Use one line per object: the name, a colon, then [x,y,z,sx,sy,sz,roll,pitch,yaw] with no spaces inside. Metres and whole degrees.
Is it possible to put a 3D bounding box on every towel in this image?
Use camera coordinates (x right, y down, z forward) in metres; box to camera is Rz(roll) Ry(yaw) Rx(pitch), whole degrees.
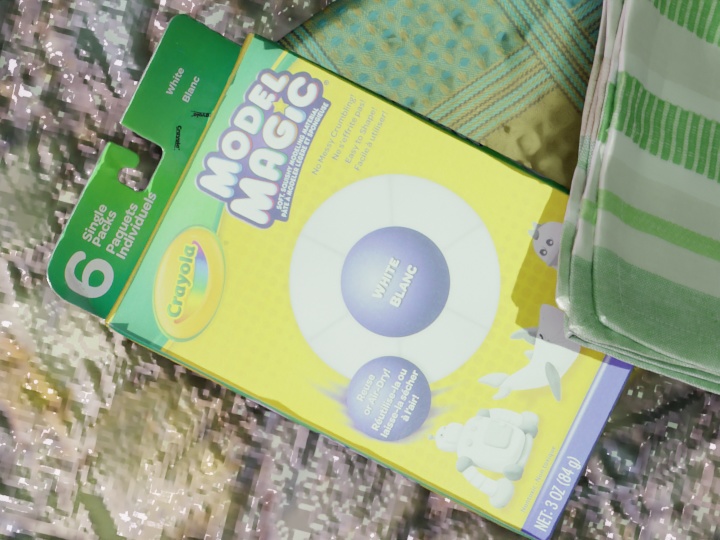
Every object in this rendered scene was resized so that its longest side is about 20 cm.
towel: [0.062,-0.061,1.009,0.200,0.022,0.147,-35,93,-5]
towel: [0.146,-0.051,0.977,0.152,0.023,0.200,18,69,-22]

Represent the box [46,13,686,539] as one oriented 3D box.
box: [0.000,0.000,0.969,0.200,0.048,0.118,26,86,-4]
